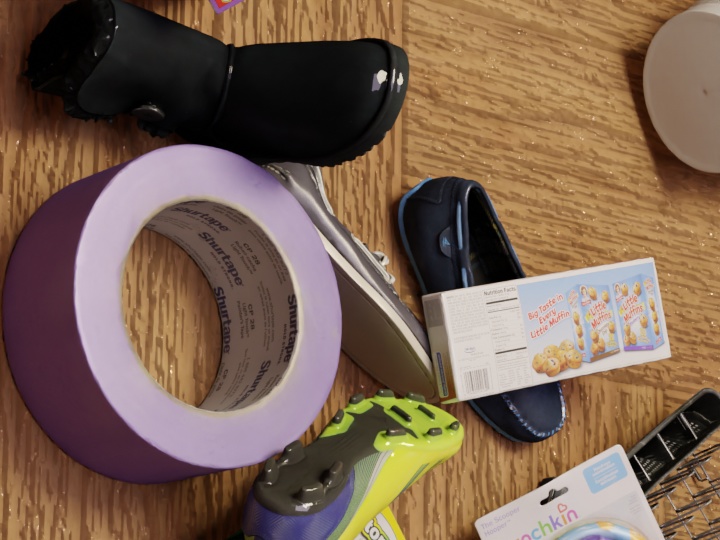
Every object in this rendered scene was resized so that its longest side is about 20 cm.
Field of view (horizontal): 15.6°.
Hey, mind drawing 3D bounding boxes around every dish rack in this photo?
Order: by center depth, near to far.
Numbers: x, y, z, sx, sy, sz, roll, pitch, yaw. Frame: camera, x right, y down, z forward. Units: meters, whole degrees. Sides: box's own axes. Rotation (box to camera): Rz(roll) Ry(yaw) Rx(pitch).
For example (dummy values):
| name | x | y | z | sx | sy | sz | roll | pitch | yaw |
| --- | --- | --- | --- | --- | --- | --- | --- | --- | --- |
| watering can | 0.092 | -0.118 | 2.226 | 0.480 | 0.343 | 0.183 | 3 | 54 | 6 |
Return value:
| name | x | y | z | sx | sy | sz | roll | pitch | yaw |
| --- | --- | --- | --- | --- | --- | --- | --- | --- | --- |
| dish rack | 0.250 | 0.200 | 1.868 | 0.153 | 0.055 | 0.200 | -33 | 92 | -49 |

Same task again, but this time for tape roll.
| name | x | y | z | sx | sy | sz | roll | pitch | yaw |
| --- | --- | --- | --- | --- | --- | --- | --- | --- | --- |
| tape roll | -0.114 | 0.028 | 1.617 | 0.200 | 0.085 | 0.201 | 10 | 74 | -38 |

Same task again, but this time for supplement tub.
| name | x | y | z | sx | sy | sz | roll | pitch | yaw |
| --- | --- | --- | --- | --- | --- | --- | --- | --- | --- |
| supplement tub | 0.322 | -0.153 | 1.975 | 0.200 | 0.144 | 0.145 | -18 | 91 | -40 |

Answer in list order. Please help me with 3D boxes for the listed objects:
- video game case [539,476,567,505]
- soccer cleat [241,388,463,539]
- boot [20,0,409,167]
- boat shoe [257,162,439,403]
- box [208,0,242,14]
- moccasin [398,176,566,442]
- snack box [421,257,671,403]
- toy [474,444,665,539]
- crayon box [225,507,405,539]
| name | x | y | z | sx | sy | sz | roll | pitch | yaw |
| --- | --- | --- | --- | --- | --- | --- | --- | --- | --- |
| video game case | 0.188 | 0.250 | 1.854 | 0.200 | 0.019 | 0.143 | 30 | 63 | -30 |
| soccer cleat | -0.007 | 0.134 | 1.635 | 0.200 | 0.065 | 0.084 | -25 | 135 | -51 |
| boot | -0.092 | -0.118 | 1.598 | 0.168 | 0.200 | 0.077 | 18 | 74 | -38 |
| boat shoe | 0.000 | 0.000 | 1.725 | 0.200 | 0.073 | 0.063 | 49 | 57 | -14 |
| box | -0.106 | -0.235 | 1.629 | 0.039 | 0.200 | 0.137 | -28 | 100 | 3 |
| moccasin | 0.090 | 0.030 | 1.791 | 0.080 | 0.068 | 0.200 | -43 | 110 | -39 |
| snack box | 0.128 | 0.038 | 1.761 | 0.200 | 0.024 | 0.072 | -9 | 88 | -39 |
| toy | 0.172 | 0.234 | 1.773 | 0.115 | 0.047 | 0.200 | -27 | 103 | -10 |
| crayon box | -0.023 | 0.250 | 1.656 | 0.172 | 0.058 | 0.200 | -32 | 99 | -41 |
